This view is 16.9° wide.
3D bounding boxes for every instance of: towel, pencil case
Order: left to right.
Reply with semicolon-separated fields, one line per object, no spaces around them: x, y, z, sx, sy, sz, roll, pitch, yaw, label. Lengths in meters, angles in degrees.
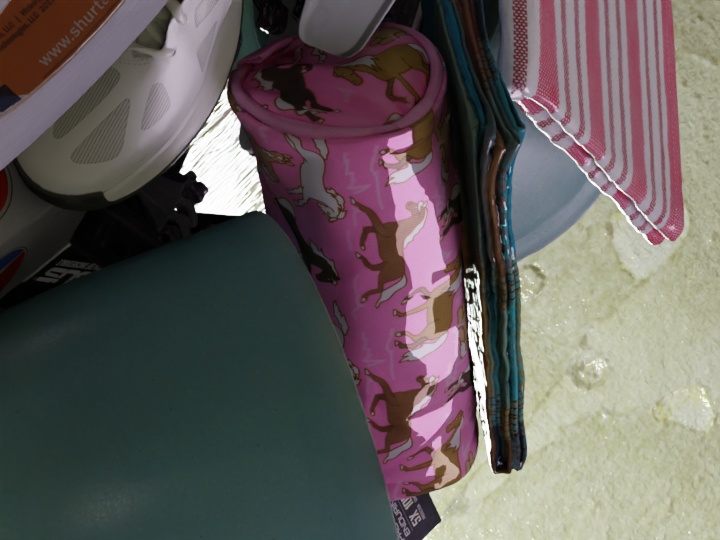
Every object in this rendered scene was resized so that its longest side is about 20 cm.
0.000;0.000;0.935;0.087;0.082;0.201;-100;-179;-51;pencil case
0.045;-0.034;0.955;0.021;0.147;0.201;-8;139;-2;towel
0.093;-0.107;1.022;0.030;0.148;0.200;-9;159;23;towel

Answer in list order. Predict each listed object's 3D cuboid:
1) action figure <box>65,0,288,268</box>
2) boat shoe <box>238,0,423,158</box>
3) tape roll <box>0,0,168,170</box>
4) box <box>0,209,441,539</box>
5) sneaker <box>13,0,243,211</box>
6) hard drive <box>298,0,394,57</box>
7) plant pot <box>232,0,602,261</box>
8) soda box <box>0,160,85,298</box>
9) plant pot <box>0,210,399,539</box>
-0.077;-0.072;1.013;0.200;0.069;0.131;-72;-179;-61;action figure
0.017;-0.128;1.007;0.201;0.067;0.072;-66;-160;15;boat shoe
-0.105;-0.100;0.699;0.200;0.066;0.200;-46;175;-5;tape roll
-0.084;0.061;1.093;0.086;0.165;0.199;-41;-151;-30;box
-0.071;-0.121;0.831;0.202;0.075;0.115;-61;168;-6;sneaker
0.028;-0.191;0.877;0.132;0.026;0.201;127;-20;-50;hard drive
0.023;-0.109;1.124;0.200;0.200;0.134;-47;160;1;plant pot
-0.176;0.000;0.852;0.200;0.068;0.064;-43;173;-44;soda box
-0.088;0.096;0.872;0.160;0.202;0.201;-15;167;-13;plant pot
